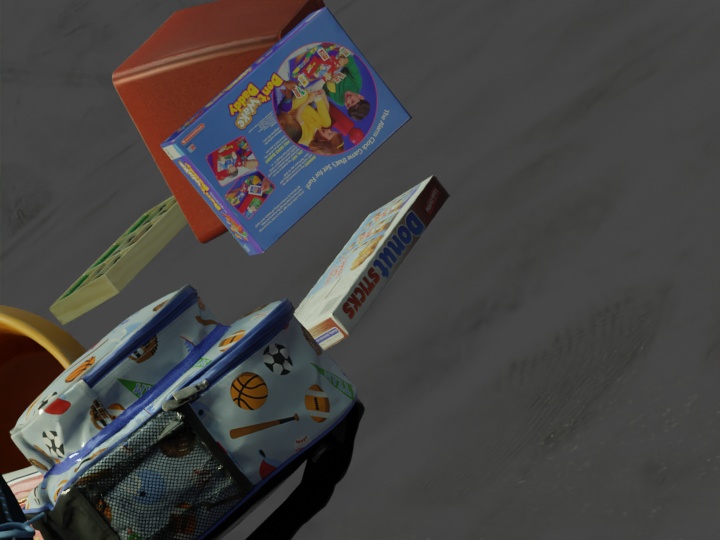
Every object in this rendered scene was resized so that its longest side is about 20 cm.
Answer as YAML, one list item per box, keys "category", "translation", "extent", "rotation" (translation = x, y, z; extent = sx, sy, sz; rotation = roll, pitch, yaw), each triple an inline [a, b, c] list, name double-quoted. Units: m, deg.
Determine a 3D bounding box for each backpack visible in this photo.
- category: "backpack"
  translation: [-0.099, 0.095, 1.225]
  extent: [0.190, 0.155, 0.200]
  rotation: [-32, 6, -18]

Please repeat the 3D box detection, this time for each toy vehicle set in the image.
- category: "toy vehicle set"
  translation: [-0.263, -0.022, 2.472]
  extent: [0.124, 0.027, 0.200]
  rotation: [-28, 16, 46]

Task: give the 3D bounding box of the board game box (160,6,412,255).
- category: "board game box"
  translation: [-0.068, -0.130, 2.002]
  extent: [0.200, 0.135, 0.045]
  rotation: [-42, 12, -18]

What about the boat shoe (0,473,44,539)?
- category: "boat shoe"
  translation: [-0.196, 0.171, 1.135]
  extent: [0.084, 0.201, 0.069]
  rotation: [-19, -23, -12]

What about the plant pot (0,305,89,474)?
- category: "plant pot"
  translation: [-0.248, 0.120, 1.519]
  extent: [0.200, 0.201, 0.183]
  rotation: [-37, -4, 10]

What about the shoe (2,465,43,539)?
- category: "shoe"
  translation: [-0.214, 0.176, 1.366]
  extent: [0.199, 0.072, 0.091]
  rotation: [-26, 25, 9]

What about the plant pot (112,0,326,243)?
- category: "plant pot"
  translation: [-0.105, -0.177, 2.208]
  extent: [0.176, 0.201, 0.200]
  rotation: [-19, 19, 26]

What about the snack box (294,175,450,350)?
- category: "snack box"
  translation: [0.000, 0.000, 1.564]
  extent: [0.072, 0.024, 0.200]
  rotation: [-31, 14, 38]
